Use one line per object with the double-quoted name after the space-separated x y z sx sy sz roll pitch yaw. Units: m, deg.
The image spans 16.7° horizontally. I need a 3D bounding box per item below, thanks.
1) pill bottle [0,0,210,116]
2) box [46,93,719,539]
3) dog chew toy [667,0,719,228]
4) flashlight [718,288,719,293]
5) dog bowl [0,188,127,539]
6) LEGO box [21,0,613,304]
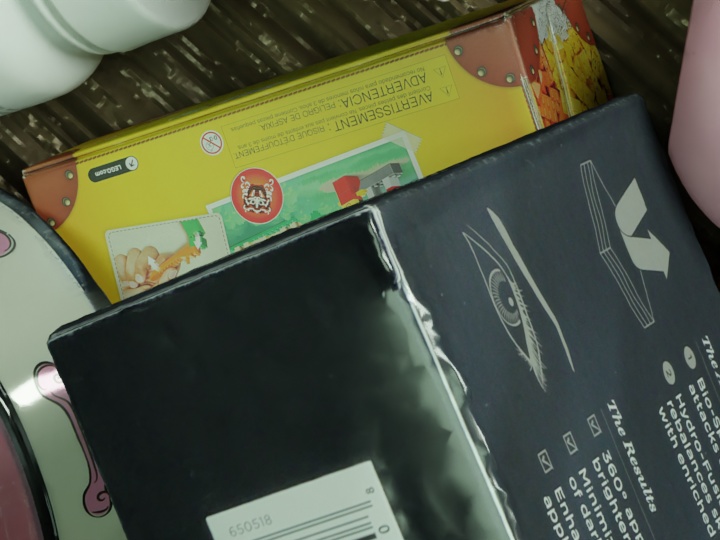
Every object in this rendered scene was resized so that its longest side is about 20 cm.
-0.161 -0.106 0.890 0.200 0.113 0.113 -14 99 25 "pill bottle"
0.038 0.070 0.717 0.117 0.200 0.197 -21 92 30 "box"
0.200 -0.052 0.762 0.200 0.125 0.125 10 108 7 "dog chew toy"
0.136 0.081 0.854 0.068 0.068 0.200 40 125 42 "flashlight"
-0.152 0.069 0.909 0.200 0.074 0.200 29 130 40 "dog bowl"
0.000 0.000 0.875 0.200 0.077 0.149 -15 98 24 "LEGO box"
